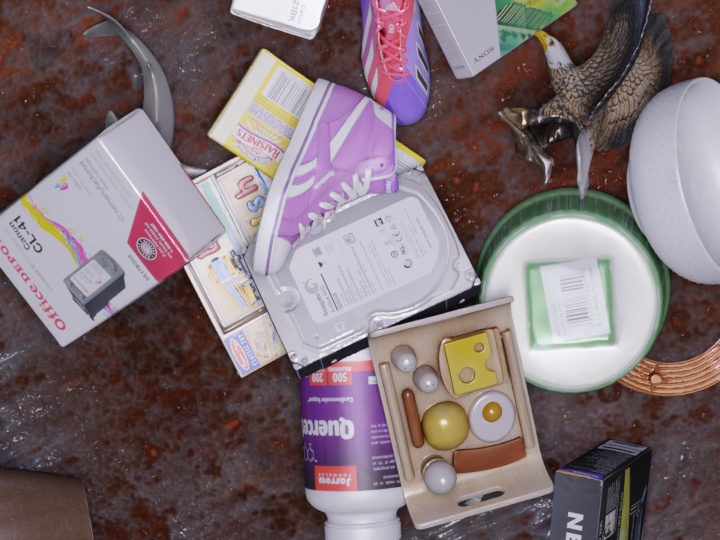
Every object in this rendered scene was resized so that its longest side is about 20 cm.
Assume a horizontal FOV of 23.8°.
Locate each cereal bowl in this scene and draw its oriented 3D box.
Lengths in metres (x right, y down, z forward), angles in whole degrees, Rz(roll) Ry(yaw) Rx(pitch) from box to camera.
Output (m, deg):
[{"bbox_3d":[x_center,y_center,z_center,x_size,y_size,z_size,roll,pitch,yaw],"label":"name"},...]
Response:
[{"bbox_3d":[0.315,-0.082,1.651,0.083,0.200,0.202,-10,101,35],"label":"cereal bowl"}]

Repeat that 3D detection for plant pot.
[{"bbox_3d":[-0.369,0.271,1.705,0.198,0.187,0.189,-10,100,-14],"label":"plant pot"}]

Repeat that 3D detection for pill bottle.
[{"bbox_3d":[-0.003,0.167,1.697,0.111,0.112,0.202,-3,89,0],"label":"pill bottle"}]

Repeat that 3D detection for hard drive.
[{"bbox_3d":[0.000,0.000,1.650,0.198,0.038,0.141,-24,70,-3],"label":"hard drive"}]

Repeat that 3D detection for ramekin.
[{"bbox_3d":[0.207,0.024,1.684,0.198,0.098,0.202,1,99,8],"label":"ramekin"}]

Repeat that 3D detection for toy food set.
[{"bbox_3d":[0.097,0.133,1.620,0.142,0.060,0.202,-15,105,-6],"label":"toy food set"}]

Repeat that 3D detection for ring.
[{"bbox_3d":[0.318,0.031,1.742,0.198,0.019,0.203,0,99,-1],"label":"ring"}]

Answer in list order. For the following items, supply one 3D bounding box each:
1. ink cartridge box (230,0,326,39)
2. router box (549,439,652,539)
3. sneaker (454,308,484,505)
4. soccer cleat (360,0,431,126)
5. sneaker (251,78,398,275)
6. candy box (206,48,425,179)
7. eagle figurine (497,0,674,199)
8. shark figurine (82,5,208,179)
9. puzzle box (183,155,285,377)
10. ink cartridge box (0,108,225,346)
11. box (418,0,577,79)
[{"bbox_3d":[-0.059,-0.298,1.589,0.083,0.200,0.146,15,99,-4],"label":"ink cartridge box"},{"bbox_3d":[0.236,0.285,1.710,0.052,0.157,0.202,9,100,26],"label":"router box"},{"bbox_3d":[0.088,0.139,1.726,0.088,0.079,0.202,3,100,-4],"label":"sneaker"},{"bbox_3d":[0.031,-0.239,1.664,0.067,0.073,0.202,-6,99,0],"label":"soccer cleat"},{"bbox_3d":[-0.026,-0.075,1.624,0.113,0.073,0.202,23,80,0],"label":"sneaker"},{"bbox_3d":[-0.043,-0.121,1.691,0.199,0.026,0.103,34,91,-13],"label":"candy box"},{"bbox_3d":[0.226,-0.182,1.633,0.199,0.152,0.152,-33,111,3],"label":"eagle figurine"},{"bbox_3d":[-0.213,-0.149,1.671,0.127,0.090,0.217,1,101,-3],"label":"shark figurine"},{"bbox_3d":[-0.109,-0.011,1.713,0.132,0.025,0.201,-28,99,-6],"label":"puzzle box"},{"bbox_3d":[-0.250,-0.038,1.645,0.199,0.086,0.148,-32,98,33],"label":"ink cartridge box"},{"bbox_3d":[0.109,-0.306,1.635,0.144,0.036,0.201,-35,108,-21],"label":"box"}]
